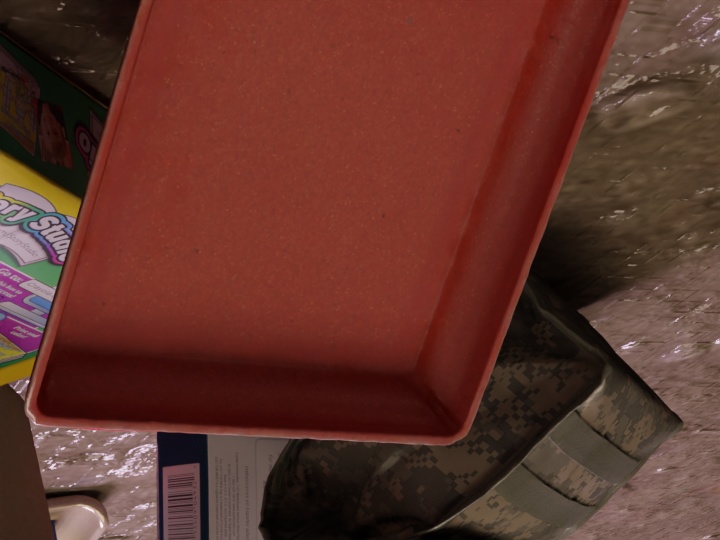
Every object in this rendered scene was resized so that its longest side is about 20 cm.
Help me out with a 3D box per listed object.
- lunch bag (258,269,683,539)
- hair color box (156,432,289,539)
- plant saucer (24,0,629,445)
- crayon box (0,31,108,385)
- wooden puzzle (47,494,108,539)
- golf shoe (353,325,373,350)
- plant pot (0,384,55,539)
[{"bbox_3d":[0.055,0.103,0.975,0.200,0.118,0.164,-44,152,5],"label":"lunch bag"},{"bbox_3d":[-0.022,0.140,1.082,0.199,0.101,0.060,5,169,-36],"label":"hair color box"},{"bbox_3d":[-0.014,-0.036,0.661,0.199,0.037,0.201,7,110,-36],"label":"plant saucer"},{"bbox_3d":[-0.168,-0.013,0.746,0.171,0.059,0.200,-19,156,18],"label":"crayon box"},{"bbox_3d":[-0.286,0.208,1.262,0.198,0.047,0.185,-1,157,-22],"label":"wooden puzzle"},{"bbox_3d":[0.000,0.000,0.830,0.095,0.078,0.200,-48,-173,-7],"label":"golf shoe"},{"bbox_3d":[-0.259,0.142,0.931,0.198,0.202,0.177,-19,168,21],"label":"plant pot"}]
